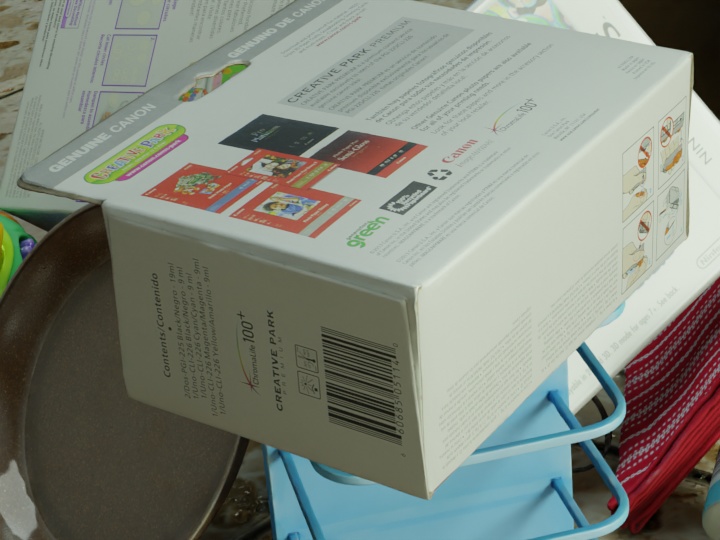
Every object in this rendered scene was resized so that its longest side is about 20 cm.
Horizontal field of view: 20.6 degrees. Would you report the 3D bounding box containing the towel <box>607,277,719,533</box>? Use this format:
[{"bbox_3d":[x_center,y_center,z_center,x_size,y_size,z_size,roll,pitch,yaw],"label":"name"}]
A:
[{"bbox_3d":[0.175,0.033,1.005,0.022,0.145,0.200,34,25,-6],"label":"towel"}]

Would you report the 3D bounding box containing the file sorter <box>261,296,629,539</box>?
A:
[{"bbox_3d":[0.036,0.086,0.826,0.138,0.201,0.123,-10,28,-10],"label":"file sorter"}]

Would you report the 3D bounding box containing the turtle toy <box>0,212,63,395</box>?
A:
[{"bbox_3d":[-0.204,0.033,1.101,0.101,0.147,0.200,3,16,-37],"label":"turtle toy"}]

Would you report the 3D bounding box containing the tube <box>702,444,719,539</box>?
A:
[{"bbox_3d":[0.209,0.045,0.963,0.077,0.050,0.201,-25,34,44],"label":"tube"}]

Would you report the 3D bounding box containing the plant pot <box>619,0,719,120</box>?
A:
[{"bbox_3d":[0.262,-0.165,1.383,0.183,0.202,0.200,-8,21,-37],"label":"plant pot"}]

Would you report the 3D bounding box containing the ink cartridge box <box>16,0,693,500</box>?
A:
[{"bbox_3d":[0.003,-0.023,0.738,0.175,0.084,0.200,16,36,31],"label":"ink cartridge box"}]

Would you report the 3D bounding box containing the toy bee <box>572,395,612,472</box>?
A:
[{"bbox_3d":[0.008,0.066,1.016,0.131,0.200,0.109,-53,11,-12],"label":"toy bee"}]

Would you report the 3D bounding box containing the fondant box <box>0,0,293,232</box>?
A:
[{"bbox_3d":[-0.096,-0.090,1.109,0.199,0.145,0.058,4,-14,30],"label":"fondant box"}]

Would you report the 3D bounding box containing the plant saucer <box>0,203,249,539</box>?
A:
[{"bbox_3d":[-0.117,0.063,0.962,0.200,0.201,0.032,19,1,44],"label":"plant saucer"}]

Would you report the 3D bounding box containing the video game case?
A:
[{"bbox_3d":[0.082,-0.033,0.968,0.200,0.182,0.024,-42,5,-9],"label":"video game case"}]
